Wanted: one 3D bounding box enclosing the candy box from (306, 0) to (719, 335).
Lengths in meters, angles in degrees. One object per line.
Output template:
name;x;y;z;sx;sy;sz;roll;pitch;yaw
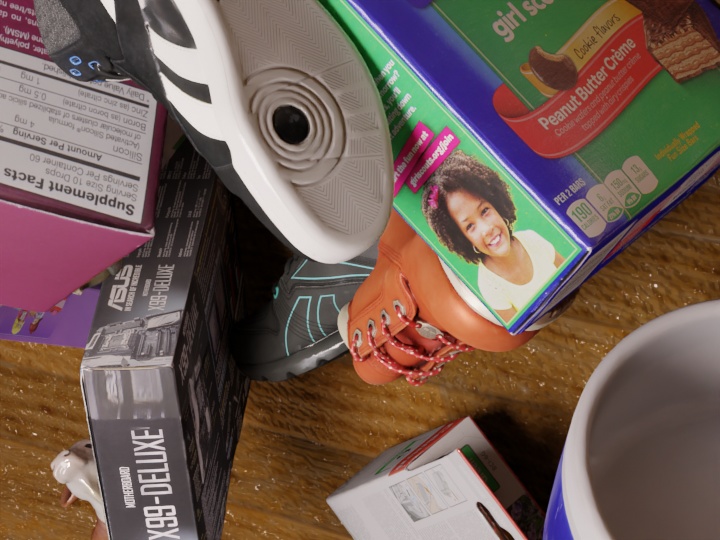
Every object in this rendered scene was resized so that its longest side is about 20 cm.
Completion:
candy box;0.058;-0.098;1.226;0.200;0.169;0.077;45;137;8

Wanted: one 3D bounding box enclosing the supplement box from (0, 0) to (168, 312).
supplement box;-0.149;-0.100;1.282;0.103;0.200;0.131;15;158;-25

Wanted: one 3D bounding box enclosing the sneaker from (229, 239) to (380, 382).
sneaker;0.000;0.000;1.468;0.200;0.075;0.079;-23;94;44

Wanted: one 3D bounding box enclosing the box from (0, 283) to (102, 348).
box;-0.201;-0.006;1.579;0.137;0.200;0.039;32;99;25

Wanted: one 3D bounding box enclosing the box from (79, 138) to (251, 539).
box;-0.097;0.050;1.502;0.050;0.200;0.158;-1;128;7

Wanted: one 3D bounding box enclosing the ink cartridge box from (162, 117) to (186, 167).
ink cartridge box;-0.178;-0.111;1.478;0.200;0.147;0.083;18;152;38

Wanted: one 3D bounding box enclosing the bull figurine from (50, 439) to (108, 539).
bull figurine;-0.130;0.193;1.747;0.122;0.065;0.200;-110;0;-55

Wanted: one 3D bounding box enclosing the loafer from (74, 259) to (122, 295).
loafer;-0.195;-0.014;1.410;0.200;0.070;0.075;11;147;45

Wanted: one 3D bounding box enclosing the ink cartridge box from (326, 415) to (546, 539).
ink cartridge box;0.060;0.135;1.488;0.109;0.050;0.200;53;157;-2

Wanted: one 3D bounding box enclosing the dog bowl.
dog bowl;0.181;0.112;1.248;0.200;0.200;0.079;37;143;19

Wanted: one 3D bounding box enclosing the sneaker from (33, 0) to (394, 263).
sneaker;-0.066;-0.081;1.177;0.112;0.073;0.200;-35;82;53

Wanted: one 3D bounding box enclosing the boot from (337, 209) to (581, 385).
boot;0.038;0.016;1.297;0.075;0.107;0.200;31;-171;-10
